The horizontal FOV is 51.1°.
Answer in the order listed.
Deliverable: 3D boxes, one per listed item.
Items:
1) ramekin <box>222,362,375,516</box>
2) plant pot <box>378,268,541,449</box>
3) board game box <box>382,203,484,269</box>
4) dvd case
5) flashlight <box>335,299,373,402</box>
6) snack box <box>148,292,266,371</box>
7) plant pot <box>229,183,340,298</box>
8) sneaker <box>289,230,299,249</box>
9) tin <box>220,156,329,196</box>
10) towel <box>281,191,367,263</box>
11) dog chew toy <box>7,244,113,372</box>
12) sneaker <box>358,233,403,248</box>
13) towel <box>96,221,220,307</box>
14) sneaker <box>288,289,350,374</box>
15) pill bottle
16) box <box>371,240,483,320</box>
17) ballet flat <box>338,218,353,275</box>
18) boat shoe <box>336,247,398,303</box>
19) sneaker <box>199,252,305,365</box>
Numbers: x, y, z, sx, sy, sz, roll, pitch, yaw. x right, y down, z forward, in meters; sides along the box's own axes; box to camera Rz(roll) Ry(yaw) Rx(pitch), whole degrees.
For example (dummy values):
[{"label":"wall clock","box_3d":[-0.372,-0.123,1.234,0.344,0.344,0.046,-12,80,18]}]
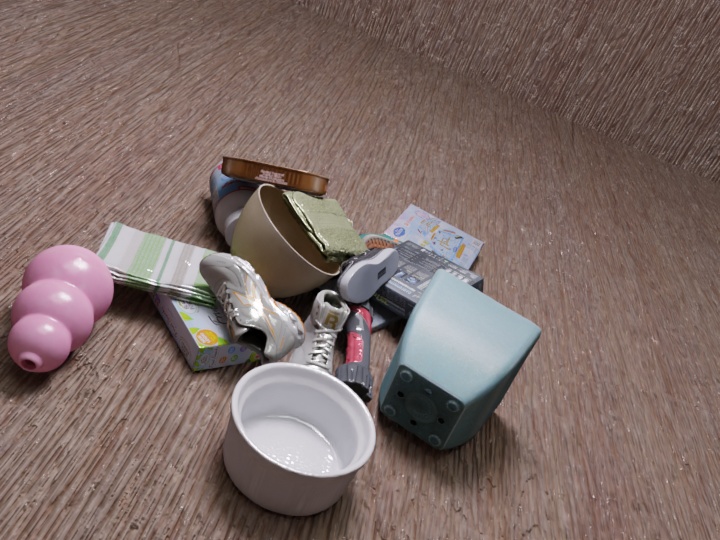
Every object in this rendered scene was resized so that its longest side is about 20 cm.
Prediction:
[{"label":"ramekin","box_3d":[-0.087,0.227,1.006,0.198,0.098,0.201,17,31,-11]},{"label":"plant pot","box_3d":[0.136,0.159,1.186,0.195,0.197,0.200,31,39,13]},{"label":"board game box","box_3d":[0.163,-0.058,1.689,0.198,0.041,0.200,29,31,9]},{"label":"dvd case","box_3d":[0.016,0.052,1.436,0.142,0.018,0.199,40,34,25]},{"label":"flashlight","box_3d":[-0.014,0.126,1.240,0.067,0.068,0.201,-13,35,14]},{"label":"snack box","box_3d":[-0.239,0.066,1.201,0.141,0.053,0.200,-6,41,-38]},{"label":"plant pot","box_3d":[-0.150,-0.030,1.308,0.200,0.134,0.201,45,18,-19]},{"label":"sneaker","box_3d":[-0.147,-0.075,1.495,0.087,0.076,0.200,31,15,-40]},{"label":"tin","box_3d":[-0.157,-0.171,1.376,0.198,0.042,0.112,11,6,-2]},{"label":"towel","box_3d":[-0.056,-0.077,1.355,0.149,0.036,0.200,55,17,14]},{"label":"dog chew toy","box_3d":[-0.418,0.057,1.033,0.123,0.125,0.201,17,39,-11]},{"label":"sneaker","box_3d":[0.077,-0.033,1.559,0.199,0.072,0.080,23,7,-24]},{"label":"towel","box_3d":[-0.315,-0.016,1.199,0.198,0.031,0.150,15,32,-11]},{"label":"sneaker","box_3d":[-0.065,0.112,1.187,0.073,0.116,0.201,17,32,-13]},{"label":"pill bottle","box_3d":[-0.232,-0.126,1.455,0.108,0.109,0.201,9,33,-24]},{"label":"box","box_3d":[0.104,0.023,1.399,0.157,0.052,0.199,-25,39,-37]},{"label":"ballet flat","box_3d":[-0.039,-0.063,1.509,0.068,0.072,0.201,11,26,-11]},{"label":"boat shoe","box_3d":[0.000,0.000,1.311,0.066,0.071,0.200,11,25,24]},{"label":"sneaker","box_3d":[-0.177,0.058,1.126,0.200,0.076,0.092,42,44,7]}]
